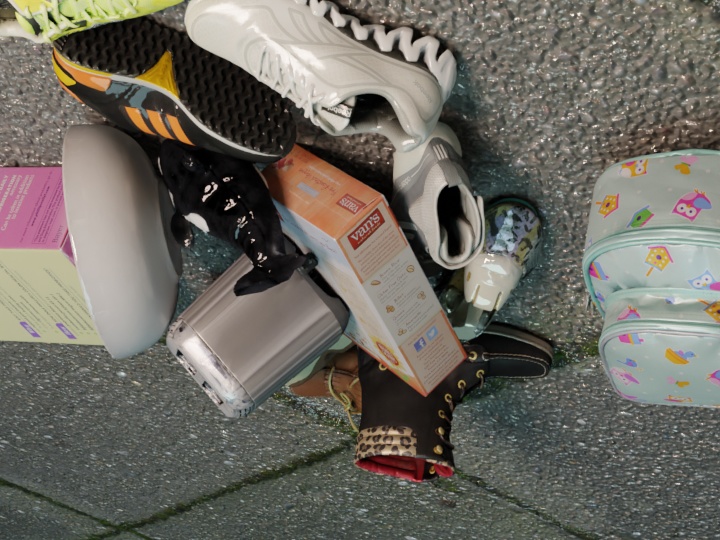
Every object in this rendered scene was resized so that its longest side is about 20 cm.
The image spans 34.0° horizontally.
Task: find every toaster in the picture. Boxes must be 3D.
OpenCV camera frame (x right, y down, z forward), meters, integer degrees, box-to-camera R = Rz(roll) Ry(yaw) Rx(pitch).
[{"bbox_3d":[-0.092,0.052,1.024,0.114,0.129,0.200,48,167,-2],"label":"toaster"}]

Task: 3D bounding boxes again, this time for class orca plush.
[{"bbox_3d":[-0.123,-0.059,0.928,0.105,0.201,0.071,-36,139,15],"label":"orca plush"}]

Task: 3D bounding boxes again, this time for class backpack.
[{"bbox_3d":[0.253,0.010,0.873,0.174,0.154,0.201,3,142,31],"label":"backpack"}]

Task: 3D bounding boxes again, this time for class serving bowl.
[{"bbox_3d":[-0.193,-0.030,1.000,0.065,0.202,0.201,-11,147,0],"label":"serving bowl"}]

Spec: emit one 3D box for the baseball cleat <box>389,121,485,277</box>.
[{"bbox_3d":[0.057,-0.029,0.950,0.069,0.107,0.201,-17,149,-5],"label":"baseball cleat"}]

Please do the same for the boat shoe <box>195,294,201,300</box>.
[{"bbox_3d":[-0.138,0.044,1.208,0.066,0.072,0.200,38,146,6],"label":"boat shoe"}]

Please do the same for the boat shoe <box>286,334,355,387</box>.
[{"bbox_3d":[-0.050,0.053,1.189,0.075,0.075,0.202,41,143,-6],"label":"boat shoe"}]

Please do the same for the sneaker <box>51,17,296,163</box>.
[{"bbox_3d":[-0.145,-0.134,0.917,0.199,0.070,0.090,25,155,-7],"label":"sneaker"}]

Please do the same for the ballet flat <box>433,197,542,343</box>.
[{"bbox_3d":[0.109,0.014,1.038,0.071,0.073,0.201,18,150,-5],"label":"ballet flat"}]

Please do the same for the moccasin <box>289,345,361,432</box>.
[{"bbox_3d":[0.012,0.128,1.261,0.199,0.078,0.074,3,148,21],"label":"moccasin"}]

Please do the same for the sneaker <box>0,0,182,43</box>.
[{"bbox_3d":[-0.197,-0.192,0.826,0.198,0.077,0.076,-2,144,26],"label":"sneaker"}]

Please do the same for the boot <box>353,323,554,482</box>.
[{"bbox_3d":[0.087,0.128,1.148,0.198,0.152,0.073,6,147,3],"label":"boot"}]

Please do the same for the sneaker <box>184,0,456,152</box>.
[{"bbox_3d":[-0.032,-0.144,0.829,0.198,0.082,0.075,18,152,-1],"label":"sneaker"}]

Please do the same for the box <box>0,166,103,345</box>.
[{"bbox_3d":[-0.316,-0.012,1.162,0.198,0.097,0.176,0,147,22],"label":"box"}]

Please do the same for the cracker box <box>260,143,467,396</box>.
[{"bbox_3d":[0.000,0.000,0.989,0.134,0.058,0.201,35,162,47],"label":"cracker box"}]
